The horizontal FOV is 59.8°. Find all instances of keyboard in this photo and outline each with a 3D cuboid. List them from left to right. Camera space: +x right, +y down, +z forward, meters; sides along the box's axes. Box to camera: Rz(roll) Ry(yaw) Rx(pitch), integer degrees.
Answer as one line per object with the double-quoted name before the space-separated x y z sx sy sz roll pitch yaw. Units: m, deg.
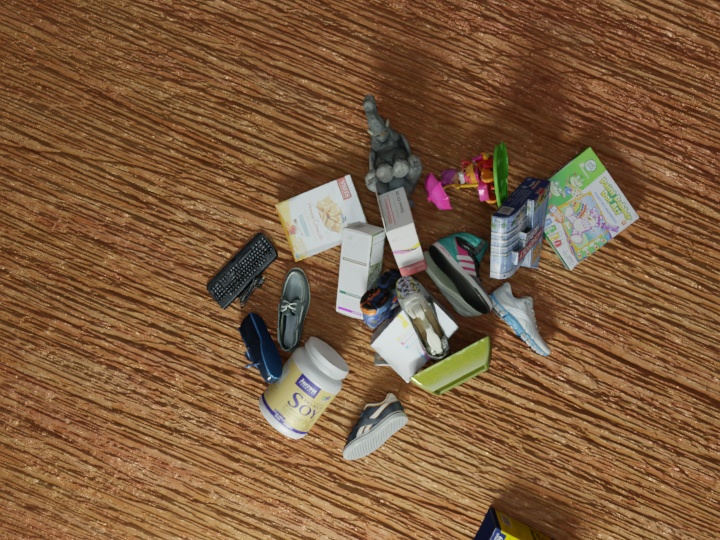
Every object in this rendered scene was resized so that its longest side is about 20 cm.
"keyboard" -0.282 0.011 1.521 0.200 0.040 0.104 -44 90 7

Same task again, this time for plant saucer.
"plant saucer" 0.219 0.228 1.421 0.196 0.200 0.049 -28 71 6

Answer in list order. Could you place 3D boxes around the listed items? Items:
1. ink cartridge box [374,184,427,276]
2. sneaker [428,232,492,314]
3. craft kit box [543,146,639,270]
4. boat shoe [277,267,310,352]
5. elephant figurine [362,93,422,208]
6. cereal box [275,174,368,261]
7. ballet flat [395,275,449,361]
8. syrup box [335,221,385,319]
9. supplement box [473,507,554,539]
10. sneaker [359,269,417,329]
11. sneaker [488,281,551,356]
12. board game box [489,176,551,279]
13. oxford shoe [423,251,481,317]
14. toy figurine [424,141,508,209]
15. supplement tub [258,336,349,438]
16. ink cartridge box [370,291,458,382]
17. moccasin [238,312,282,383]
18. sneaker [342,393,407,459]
"ink cartridge box" 0.090 -0.097 1.394 0.066 0.202 0.118 -18 50 6
"sneaker" 0.261 -0.008 1.441 0.120 0.084 0.201 -34 79 -20
"craft kit box" 0.505 -0.142 1.451 0.196 0.049 0.202 -38 92 4
"boat shoe" -0.164 0.097 1.508 0.071 0.062 0.206 8 96 3
"elephant figurine" 0.066 -0.273 1.435 0.138 0.156 0.204 1 54 -24
"cereal box" -0.089 -0.125 1.495 0.195 0.040 0.147 -21 95 6
"ballet flat" 0.138 0.105 1.356 0.071 0.072 0.204 -27 92 6
"syrup box" 0.000 0.000 1.449 0.080 0.078 0.206 16 111 25
"supplement box" 0.380 0.680 1.496 0.196 0.110 0.111 26 96 1
"sneaker" 0.062 0.063 1.447 0.074 0.198 0.080 29 133 29
"sneaker" 0.387 0.111 1.467 0.087 0.075 0.200 -43 91 1
"board game box" 0.355 -0.070 1.390 0.060 0.200 0.204 15 129 32
"oxford shoe" 0.210 0.038 1.479 0.200 0.058 0.075 44 51 1
"toy figurine" 0.237 -0.209 1.424 0.179 0.202 0.152 -4 130 23
"supplement tub" -0.132 0.275 1.479 0.144 0.145 0.202 38 97 0
"ink cartridge box" 0.115 0.151 1.460 0.125 0.129 0.201 42 97 -1
"moccasin" -0.239 0.194 1.486 0.068 0.202 0.080 -40 134 13
"sneaker" 0.029 0.378 1.515 0.199 0.078 0.080 -41 47 19
